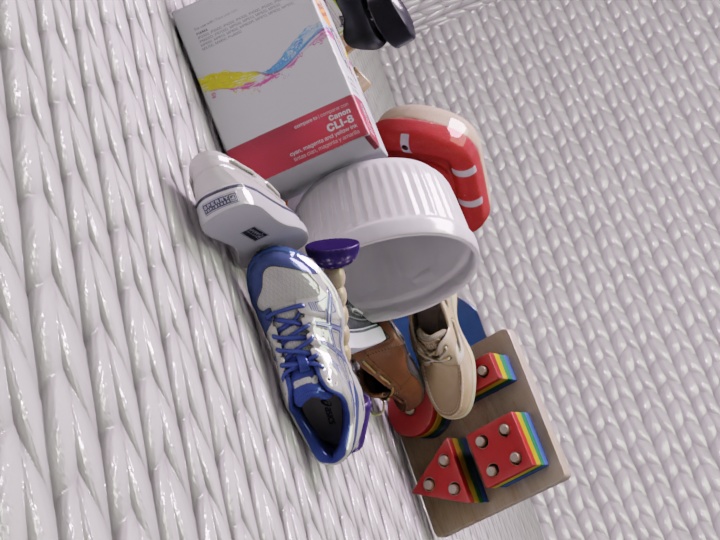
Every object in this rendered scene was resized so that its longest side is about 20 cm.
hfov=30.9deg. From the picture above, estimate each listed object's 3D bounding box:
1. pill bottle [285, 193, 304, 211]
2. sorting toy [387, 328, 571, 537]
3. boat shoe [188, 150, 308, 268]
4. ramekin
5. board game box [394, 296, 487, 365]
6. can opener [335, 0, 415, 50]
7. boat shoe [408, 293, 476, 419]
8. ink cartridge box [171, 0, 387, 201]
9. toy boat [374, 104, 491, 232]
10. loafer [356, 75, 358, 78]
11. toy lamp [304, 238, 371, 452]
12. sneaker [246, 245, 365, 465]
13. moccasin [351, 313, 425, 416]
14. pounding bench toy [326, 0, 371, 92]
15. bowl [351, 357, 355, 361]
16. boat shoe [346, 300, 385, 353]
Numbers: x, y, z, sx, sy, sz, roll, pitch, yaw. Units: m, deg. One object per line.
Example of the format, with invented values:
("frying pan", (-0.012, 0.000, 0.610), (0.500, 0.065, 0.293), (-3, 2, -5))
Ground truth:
("pill bottle", (-0.046, -0.131, 1.517), (0.200, 0.113, 0.113), (-108, 172, -47))
("sorting toy", (0.129, 0.202, 1.610), (0.069, 0.198, 0.201), (12, 52, -54))
("boat shoe", (-0.101, -0.053, 1.130), (0.066, 0.072, 0.200), (68, 11, 15))
("ramekin", (0.019, -0.034, 1.382), (0.200, 0.199, 0.105), (53, 20, -62))
("board game box", (0.117, 0.099, 1.716), (0.039, 0.158, 0.201), (-42, 117, -44))
("can opener", (-0.017, -0.309, 1.366), (0.200, 0.078, 0.064), (50, 23, -36))
("boat shoe", (0.089, 0.083, 1.553), (0.065, 0.072, 0.201), (-18, 100, -63))
("ink cartridge box", (-0.080, -0.191, 1.341), (0.145, 0.144, 0.201), (22, 46, -80))
("toy boat", (0.072, -0.094, 1.512), (0.200, 0.130, 0.131), (71, 35, -48))
("loafer", (-0.076, -0.252, 1.510), (0.200, 0.069, 0.076), (31, 23, 34))
("toy lamp", (-0.021, 0.072, 1.216), (0.058, 0.058, 0.201), (-75, 162, -77))
("sneaker", (-0.043, 0.075, 1.138), (0.088, 0.075, 0.201), (-82, 150, -73))
("moccasin", (0.028, 0.121, 1.529), (0.074, 0.078, 0.201), (55, -4, 23))
("pounding bench toy", (-0.056, -0.299, 1.722), (0.200, 0.124, 0.156), (55, 8, 2))
("bowl", (0.000, 0.000, 1.572), (0.201, 0.094, 0.202), (-21, 90, -82))
("boat shoe", (-0.028, 0.056, 1.344), (0.200, 0.071, 0.068), (-2, 71, -74))
